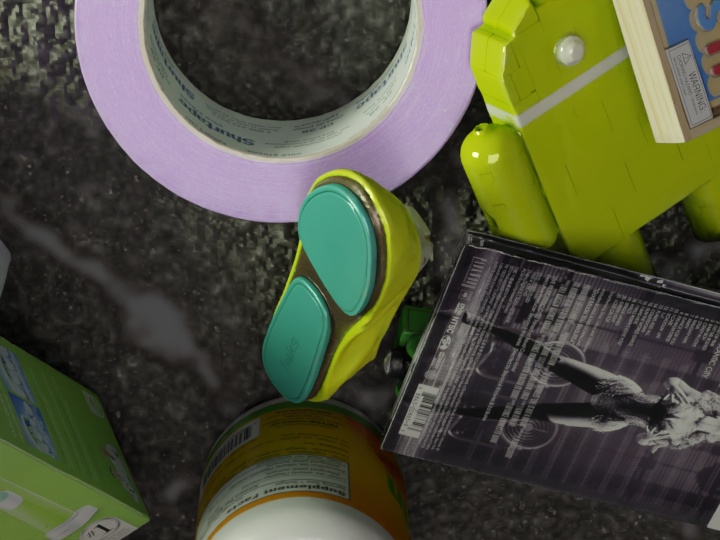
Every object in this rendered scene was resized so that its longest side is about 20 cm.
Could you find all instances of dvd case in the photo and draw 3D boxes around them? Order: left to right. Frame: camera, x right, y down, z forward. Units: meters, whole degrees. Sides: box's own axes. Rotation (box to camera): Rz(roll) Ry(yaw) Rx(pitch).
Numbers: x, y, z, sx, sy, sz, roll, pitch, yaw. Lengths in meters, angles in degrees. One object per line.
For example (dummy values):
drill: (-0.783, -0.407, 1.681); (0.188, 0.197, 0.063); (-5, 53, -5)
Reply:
dvd case: (0.125, 0.059, 1.230); (0.199, 0.016, 0.149); (14, 131, -8)

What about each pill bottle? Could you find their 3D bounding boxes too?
pill bottle: (-0.029, 0.150, 1.234); (0.110, 0.200, 0.112); (0, 110, -1)

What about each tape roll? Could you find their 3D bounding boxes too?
tape roll: (-0.038, -0.128, 1.205); (0.199, 0.066, 0.201); (-1, 110, -2)

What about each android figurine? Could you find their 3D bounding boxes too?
android figurine: (0.127, -0.085, 1.204); (0.182, 0.041, 0.201); (-32, 121, -16)

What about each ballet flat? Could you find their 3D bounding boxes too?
ballet flat: (0.000, 0.000, 1.211); (0.067, 0.200, 0.067); (-25, 70, -25)

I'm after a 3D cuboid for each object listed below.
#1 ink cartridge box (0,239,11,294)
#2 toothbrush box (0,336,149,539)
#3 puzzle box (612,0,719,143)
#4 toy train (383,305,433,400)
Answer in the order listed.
ink cartridge box: (-0.300, 0.003, 1.236); (0.199, 0.084, 0.145); (-32, 107, 9)
toothbrush box: (-0.219, 0.103, 1.216); (0.145, 0.200, 0.086); (-32, 63, 10)
puzzle box: (0.170, -0.176, 1.169); (0.133, 0.025, 0.201); (-26, 105, -26)
toy train: (0.110, 0.056, 1.279); (0.199, 0.057, 0.042); (10, 125, -5)
